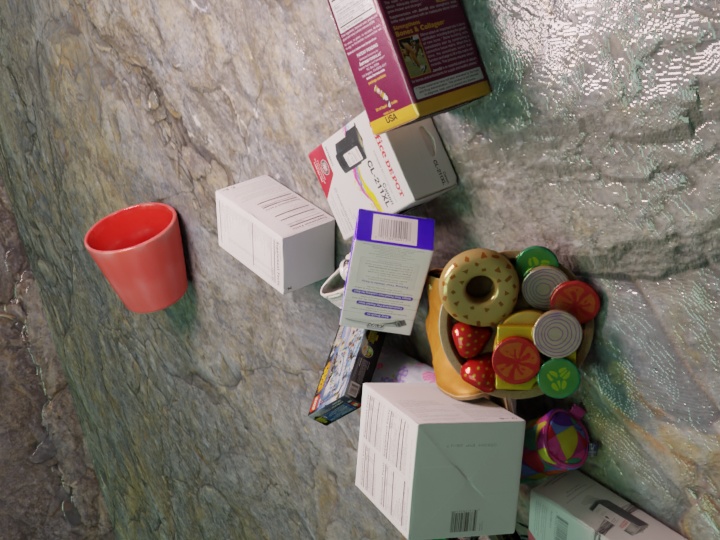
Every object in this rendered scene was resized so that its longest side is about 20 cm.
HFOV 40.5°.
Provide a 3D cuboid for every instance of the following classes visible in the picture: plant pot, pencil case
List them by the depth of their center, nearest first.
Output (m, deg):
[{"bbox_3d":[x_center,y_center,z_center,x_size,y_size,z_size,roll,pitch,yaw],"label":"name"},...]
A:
[{"bbox_3d":[0.231,0.246,1.333,0.200,0.088,0.089,-36,79,55],"label":"pencil case"},{"bbox_3d":[0.083,0.183,1.493,0.200,0.090,0.084,21,126,47],"label":"pencil case"},{"bbox_3d":[-0.460,-0.020,2.068,0.200,0.200,0.178,26,140,45],"label":"plant pot"}]

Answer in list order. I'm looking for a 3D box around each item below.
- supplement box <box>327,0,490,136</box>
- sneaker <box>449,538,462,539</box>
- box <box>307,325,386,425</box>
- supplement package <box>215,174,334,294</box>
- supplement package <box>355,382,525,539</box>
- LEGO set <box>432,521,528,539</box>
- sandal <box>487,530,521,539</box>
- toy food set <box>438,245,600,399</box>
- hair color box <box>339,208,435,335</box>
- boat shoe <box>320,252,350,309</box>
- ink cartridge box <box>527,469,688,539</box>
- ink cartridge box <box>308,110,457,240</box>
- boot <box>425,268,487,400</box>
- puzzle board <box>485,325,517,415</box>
[{"bbox_3d":[0.057,-0.287,1.212,0.103,0.131,0.201,-12,98,57],"label":"supplement box"},{"bbox_3d":[0.130,0.497,1.642,0.104,0.060,0.200,53,141,28],"label":"sneaker"},{"bbox_3d":[-0.011,0.132,1.519,0.040,0.201,0.137,28,149,-15],"label":"box"},{"bbox_3d":[-0.144,-0.064,1.649,0.200,0.109,0.114,35,135,40],"label":"supplement package"},{"bbox_3d":[0.099,0.244,1.291,0.200,0.151,0.151,-158,71,-69],"label":"supplement package"},{"bbox_3d":[0.203,0.409,1.469,0.199,0.116,0.154,13,140,36],"label":"LEGO set"},{"bbox_3d":[0.172,0.344,1.395,0.055,0.082,0.200,-43,48,19],"label":"sandal"},{"bbox_3d":[0.195,0.067,1.211,0.049,0.197,0.201,-62,-28,-76],"label":"toy food set"},{"bbox_3d":[0.035,0.005,1.381,0.200,0.109,0.065,102,176,-49],"label":"hair color box"},{"bbox_3d":[0.000,0.000,1.498,0.200,0.065,0.072,-39,34,56],"label":"boat shoe"},{"bbox_3d":[0.320,0.373,1.276,0.200,0.085,0.146,31,133,44],"label":"ink cartridge box"},{"bbox_3d":[0.027,-0.145,1.382,0.200,0.083,0.146,-27,86,57],"label":"ink cartridge box"},{"bbox_3d":[0.125,0.080,1.338,0.201,0.070,0.145,-121,21,-71],"label":"boot"},{"bbox_3d":[0.178,0.117,1.327,0.151,0.017,0.201,-125,22,-78],"label":"puzzle board"}]
